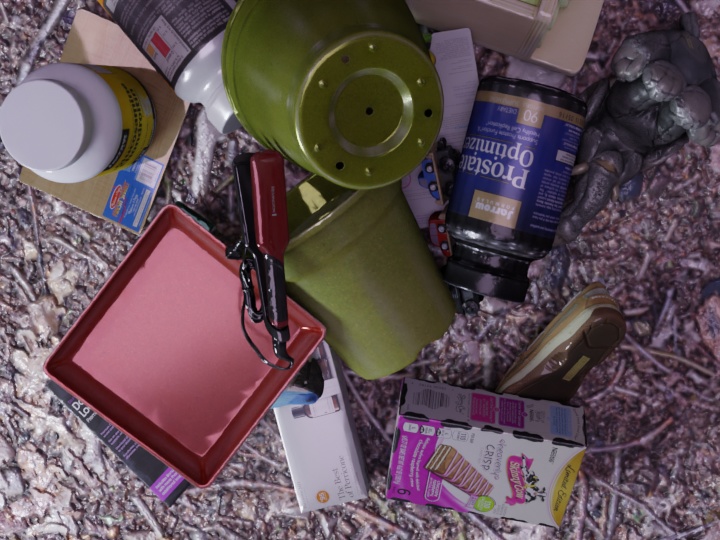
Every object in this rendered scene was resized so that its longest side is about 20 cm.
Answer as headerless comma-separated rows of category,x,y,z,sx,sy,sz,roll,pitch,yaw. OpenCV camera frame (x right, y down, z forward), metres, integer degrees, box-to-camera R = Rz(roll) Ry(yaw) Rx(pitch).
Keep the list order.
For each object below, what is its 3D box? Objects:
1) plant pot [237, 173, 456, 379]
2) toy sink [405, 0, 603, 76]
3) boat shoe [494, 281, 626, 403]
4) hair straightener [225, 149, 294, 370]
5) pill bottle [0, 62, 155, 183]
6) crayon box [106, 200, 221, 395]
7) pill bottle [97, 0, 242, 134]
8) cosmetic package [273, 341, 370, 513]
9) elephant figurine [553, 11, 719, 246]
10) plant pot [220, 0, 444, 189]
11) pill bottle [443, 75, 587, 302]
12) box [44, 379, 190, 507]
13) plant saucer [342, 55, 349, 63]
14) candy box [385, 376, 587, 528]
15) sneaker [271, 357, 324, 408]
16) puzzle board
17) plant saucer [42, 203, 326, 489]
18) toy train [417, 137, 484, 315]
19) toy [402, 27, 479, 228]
plant pot,0.000,0.000,1.035,0.199,0.201,0.185,-33,107,9
toy sink,0.151,-0.294,0.984,0.197,0.112,0.133,20,83,0
boat shoe,0.205,0.093,1.086,0.071,0.077,0.200,27,123,-27
hair straightener,-0.089,-0.008,0.924,0.040,0.076,0.204,-16,103,-34
pill bottle,-0.278,-0.146,0.996,0.110,0.200,0.115,1,101,3
crayon box,-0.221,0.029,1.051,0.051,0.126,0.202,32,85,-4
pill bottle,-0.170,-0.245,1.023,0.116,0.116,0.201,-40,89,9
cosmetic package,-0.052,0.159,1.122,0.081,0.051,0.204,-14,98,8
elephant figurine,0.263,-0.140,1.019,0.200,0.153,0.143,-51,57,45
plant pot,-0.015,-0.164,0.894,0.196,0.193,0.204,-6,115,-13
pill bottle,0.145,-0.078,0.986,0.110,0.112,0.204,14,95,2
box,-0.238,0.146,1.141,0.200,0.036,0.143,44,99,-1
plant saucer,-0.030,-0.310,1.036,0.196,0.037,0.205,0,96,-4
candy box,0.131,0.197,1.083,0.196,0.062,0.138,8,129,3
sneaker,-0.128,0.129,1.080,0.196,0.079,0.091,-3,120,20
puzzle board,-0.272,-0.161,1.103,0.148,0.017,0.203,23,101,-1
plant saucer,-0.167,0.073,0.973,0.199,0.037,0.201,39,92,-12
toy train,0.094,-0.043,1.063,0.045,0.034,0.203,1,118,25
toy,0.077,-0.148,1.057,0.113,0.047,0.203,-5,116,17
